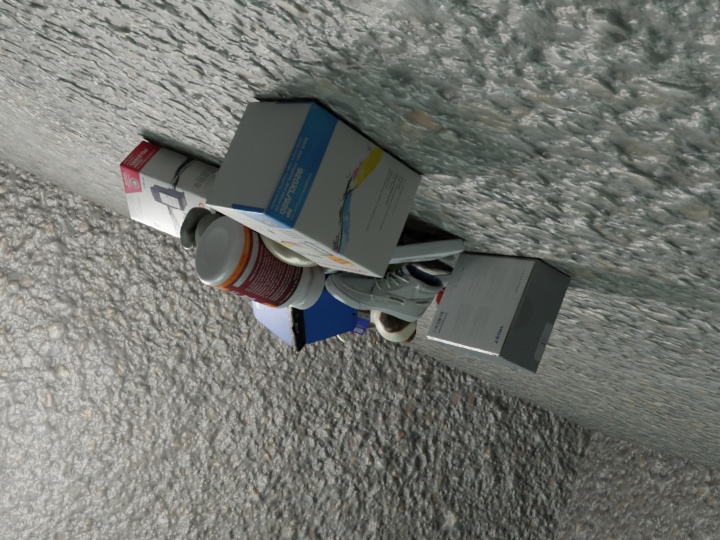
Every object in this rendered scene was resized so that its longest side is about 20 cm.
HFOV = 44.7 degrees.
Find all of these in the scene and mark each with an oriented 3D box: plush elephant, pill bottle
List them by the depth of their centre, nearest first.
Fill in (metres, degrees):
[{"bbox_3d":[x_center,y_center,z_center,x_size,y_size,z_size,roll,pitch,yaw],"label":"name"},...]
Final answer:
[{"bbox_3d":[-0.156,-0.004,1.411,0.200,0.113,0.113,23,174,-40],"label":"pill bottle"},{"bbox_3d":[-0.217,-0.072,1.517,0.164,0.155,0.200,15,152,51],"label":"plush elephant"}]

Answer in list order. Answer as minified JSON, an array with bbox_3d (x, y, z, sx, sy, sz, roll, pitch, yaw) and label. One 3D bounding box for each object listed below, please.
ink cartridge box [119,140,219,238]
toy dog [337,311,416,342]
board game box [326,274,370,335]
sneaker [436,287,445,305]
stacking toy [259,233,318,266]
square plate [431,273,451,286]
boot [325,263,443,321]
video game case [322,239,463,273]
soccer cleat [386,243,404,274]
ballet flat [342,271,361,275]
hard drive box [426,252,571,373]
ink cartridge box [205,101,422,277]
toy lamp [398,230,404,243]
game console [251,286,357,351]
[{"bbox_3d":[-0.342,-0.140,1.661,0.199,0.084,0.145,21,141,14],"label":"ink cartridge box"},{"bbox_3d":[0.038,0.081,1.904,0.200,0.194,0.140,25,163,40],"label":"toy dog"},{"bbox_3d":[-0.078,0.040,1.743,0.199,0.135,0.045,17,130,-13],"label":"board game box"},{"bbox_3d":[0.231,0.066,1.629,0.115,0.079,0.200,28,172,-25],"label":"sneaker"},{"bbox_3d":[-0.079,-0.088,1.411,0.146,0.147,0.200,23,-172,2],"label":"stacking toy"},{"bbox_3d":[0.057,0.039,1.658,0.197,0.029,0.200,-6,173,-32],"label":"square plate"},{"bbox_3d":[0.044,0.020,1.484,0.199,0.096,0.074,15,-144,-32],"label":"boot"},{"bbox_3d":[0.047,-0.021,1.422,0.199,0.024,0.182,-8,177,-11],"label":"video game case"},{"bbox_3d":[0.032,-0.024,1.636,0.083,0.065,0.200,23,174,-16],"label":"soccer cleat"},{"bbox_3d":[0.000,0.000,1.607,0.075,0.068,0.200,25,170,-4],"label":"ballet flat"},{"bbox_3d":[0.210,0.061,1.364,0.077,0.157,0.200,26,172,-27],"label":"hard drive box"},{"bbox_3d":[-0.055,-0.099,1.090,0.200,0.145,0.147,28,170,-38],"label":"ink cartridge box"},{"bbox_3d":[-0.011,-0.054,1.484,0.199,0.058,0.058,-8,152,43],"label":"toy lamp"},{"bbox_3d":[-0.106,0.054,1.619,0.170,0.118,0.200,36,155,18],"label":"game console"}]
